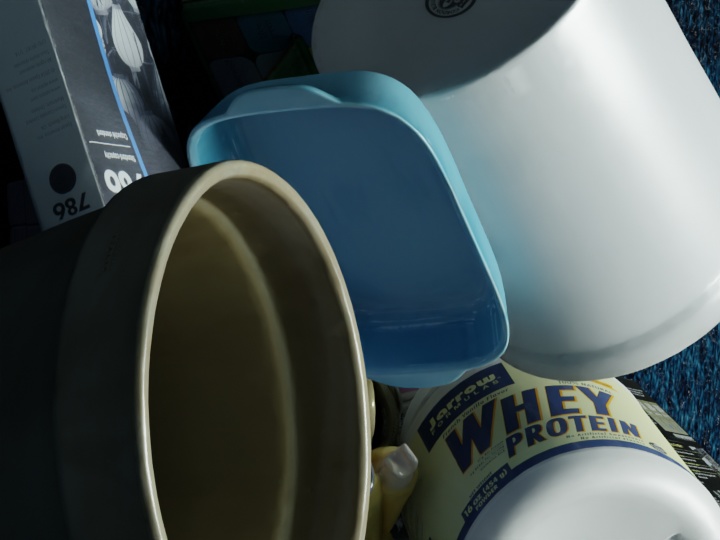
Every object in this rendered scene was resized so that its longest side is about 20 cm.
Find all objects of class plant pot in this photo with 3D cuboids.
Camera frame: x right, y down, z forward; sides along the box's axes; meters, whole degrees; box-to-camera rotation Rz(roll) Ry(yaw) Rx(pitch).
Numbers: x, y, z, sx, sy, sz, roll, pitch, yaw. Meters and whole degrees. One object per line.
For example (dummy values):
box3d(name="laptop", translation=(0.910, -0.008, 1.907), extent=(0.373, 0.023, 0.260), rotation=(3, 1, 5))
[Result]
box3d(name="plant pot", translation=(-0.112, 0.064, 0.954), extent=(0.200, 0.173, 0.201), rotation=(-5, 90, -68))

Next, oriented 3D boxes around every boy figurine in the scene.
box3d(name="boy figurine", translation=(-0.024, 0.133, 1.246), extent=(0.065, 0.124, 0.200), rotation=(57, -7, 24))

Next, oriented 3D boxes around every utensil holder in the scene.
box3d(name="utensil holder", translation=(0.088, -0.071, 1.197), extent=(0.200, 0.169, 0.171), rotation=(53, 38, -39))

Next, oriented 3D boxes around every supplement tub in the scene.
box3d(name="supplement tub", translation=(0.099, 0.127, 1.276), extent=(0.200, 0.144, 0.146), rotation=(-121, -165, -68))

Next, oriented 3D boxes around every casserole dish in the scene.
box3d(name="casserole dish", translation=(-0.001, -0.023, 1.128), extent=(0.200, 0.120, 0.039), rotation=(63, 32, -42))

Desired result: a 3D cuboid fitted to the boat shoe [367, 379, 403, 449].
box3d(name="boat shoe", translation=(-0.002, 0.083, 1.334), extent=(0.201, 0.063, 0.074), rotation=(41, 47, -73))

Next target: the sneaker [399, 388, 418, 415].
box3d(name="sneaker", translation=(0.048, 0.004, 1.462), extent=(0.089, 0.080, 0.201), rotation=(58, 22, -68))

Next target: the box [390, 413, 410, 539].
box3d(name="box", translation=(0.058, 0.171, 1.497), extent=(0.158, 0.051, 0.201), rotation=(-70, 147, -43))

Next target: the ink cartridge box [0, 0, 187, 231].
box3d(name="ink cartridge box", translation=(-0.119, -0.068, 1.080), extent=(0.099, 0.039, 0.201), rotation=(-1, 72, -69))

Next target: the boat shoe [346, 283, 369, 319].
box3d(name="boat shoe", translation=(0.002, -0.004, 1.296), extent=(0.202, 0.086, 0.075), rotation=(-43, 158, -82))

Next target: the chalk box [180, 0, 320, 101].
box3d(name="chalk box", translation=(-0.008, -0.134, 1.309), extent=(0.201, 0.123, 0.125), rotation=(-72, 148, -43))

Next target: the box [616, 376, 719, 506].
box3d(name="box", translation=(0.167, 0.144, 1.479), extent=(0.164, 0.086, 0.200), rotation=(45, 10, 19))

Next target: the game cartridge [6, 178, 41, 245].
box3d(name="game cartridge", translation=(-0.105, 0.027, 1.163), extent=(0.200, 0.038, 0.131), rotation=(5, 84, -67))
